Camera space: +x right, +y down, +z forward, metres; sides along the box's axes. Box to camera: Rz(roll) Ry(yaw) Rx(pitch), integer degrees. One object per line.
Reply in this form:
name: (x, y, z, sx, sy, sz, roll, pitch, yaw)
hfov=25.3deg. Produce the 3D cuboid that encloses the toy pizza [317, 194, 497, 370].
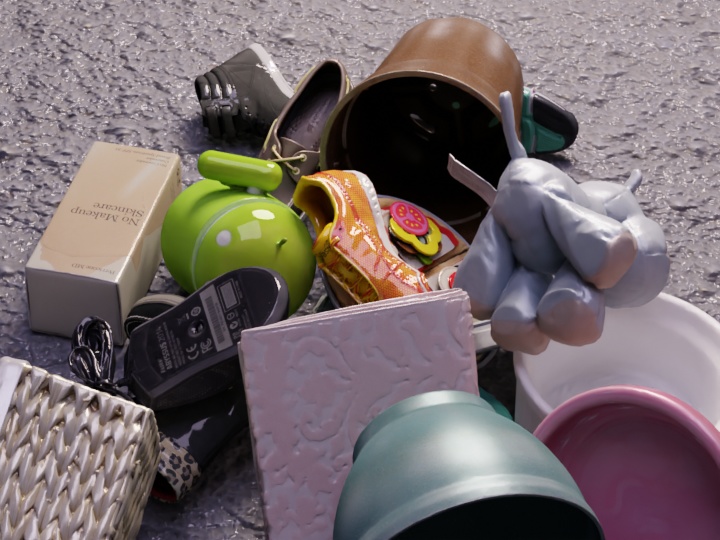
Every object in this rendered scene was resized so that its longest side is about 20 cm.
toy pizza: (0.051, 0.007, 1.461, 0.199, 0.032, 0.201, 21, 45, -22)

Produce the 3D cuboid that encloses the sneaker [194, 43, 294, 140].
sneaker: (-0.107, -0.152, 1.682, 0.099, 0.071, 0.200, -27, 53, -14)

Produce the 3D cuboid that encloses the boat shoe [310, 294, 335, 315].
boat shoe: (-0.028, 0.084, 1.423, 0.062, 0.073, 0.201, -24, 32, 38)

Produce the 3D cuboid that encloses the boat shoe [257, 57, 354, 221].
boat shoe: (-0.064, -0.118, 1.584, 0.071, 0.060, 0.201, 24, 73, 15)

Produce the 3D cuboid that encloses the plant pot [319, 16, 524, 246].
plant pot: (0.076, -0.147, 1.600, 0.198, 0.202, 0.199, 10, 33, 7)

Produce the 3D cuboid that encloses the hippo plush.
hippo plush: (0.171, -0.018, 1.361, 0.160, 0.160, 0.201, 4, 43, -52)

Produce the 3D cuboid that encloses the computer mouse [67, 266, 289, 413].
computer mouse: (-0.139, 0.066, 1.308, 0.199, 0.053, 0.139, -26, 46, 10)

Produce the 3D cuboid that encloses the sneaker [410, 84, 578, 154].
sneaker: (0.146, -0.187, 1.734, 0.198, 0.075, 0.088, 16, 36, 15)

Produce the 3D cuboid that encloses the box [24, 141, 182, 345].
box: (-0.238, -0.028, 1.508, 0.094, 0.078, 0.201, 9, 40, 5)

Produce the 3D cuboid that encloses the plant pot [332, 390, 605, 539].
plant pot: (0.066, 0.176, 1.186, 0.198, 0.201, 0.135, -7, 46, -12)

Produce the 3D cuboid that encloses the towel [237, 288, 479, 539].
towel: (0.006, 0.127, 1.271, 0.189, 0.202, 0.032, -9, 9, -12)

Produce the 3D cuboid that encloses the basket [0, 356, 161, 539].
basket: (-0.230, 0.187, 1.170, 0.122, 0.136, 0.202, 15, 67, 3)

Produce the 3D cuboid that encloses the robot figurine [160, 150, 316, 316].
robot figurine: (-0.110, -0.017, 1.450, 0.115, 0.177, 0.200, 5, 13, -26)

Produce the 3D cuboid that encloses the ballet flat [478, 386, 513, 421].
ballet flat: (0.037, 0.110, 1.371, 0.199, 0.064, 0.068, 26, 39, -20)

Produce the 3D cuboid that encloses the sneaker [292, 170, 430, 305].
sneaker: (0.000, 0.000, 1.372, 0.077, 0.073, 0.201, -10, 53, -33)

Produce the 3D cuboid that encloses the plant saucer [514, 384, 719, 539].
plant saucer: (0.212, 0.185, 1.216, 0.200, 0.202, 0.051, 32, 24, 30)

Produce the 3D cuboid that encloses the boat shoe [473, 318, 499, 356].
boat shoe: (0.133, 0.033, 1.432, 0.199, 0.072, 0.063, -14, 83, -48)

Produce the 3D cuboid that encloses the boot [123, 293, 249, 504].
boot: (-0.167, 0.104, 1.360, 0.203, 0.074, 0.154, 19, 53, 39)

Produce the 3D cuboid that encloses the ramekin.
ramekin: (0.223, 0.113, 1.364, 0.198, 0.098, 0.201, 3, 40, -2)
